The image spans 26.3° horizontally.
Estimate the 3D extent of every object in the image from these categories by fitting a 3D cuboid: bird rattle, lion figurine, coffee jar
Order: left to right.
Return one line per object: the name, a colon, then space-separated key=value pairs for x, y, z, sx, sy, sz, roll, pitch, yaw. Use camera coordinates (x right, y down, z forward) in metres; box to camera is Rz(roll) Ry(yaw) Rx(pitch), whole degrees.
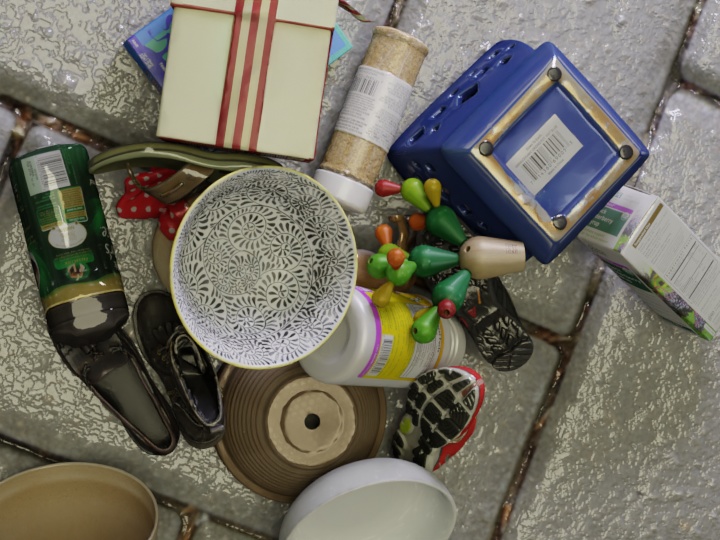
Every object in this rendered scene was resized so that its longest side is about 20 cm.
coffee jar: x=-0.298 y=-0.023 z=1.587 sx=0.085 sy=0.104 sz=0.201 roll=-14 pitch=83 yaw=-14
bird rattle: x=-0.163 y=-0.036 z=1.646 sx=0.199 sy=0.113 sz=0.164 roll=6 pitch=107 yaw=-11
lion figurine: x=0.000 y=0.000 z=1.695 sx=0.199 sy=0.072 sz=0.123 roll=-2 pitch=91 yaw=-15

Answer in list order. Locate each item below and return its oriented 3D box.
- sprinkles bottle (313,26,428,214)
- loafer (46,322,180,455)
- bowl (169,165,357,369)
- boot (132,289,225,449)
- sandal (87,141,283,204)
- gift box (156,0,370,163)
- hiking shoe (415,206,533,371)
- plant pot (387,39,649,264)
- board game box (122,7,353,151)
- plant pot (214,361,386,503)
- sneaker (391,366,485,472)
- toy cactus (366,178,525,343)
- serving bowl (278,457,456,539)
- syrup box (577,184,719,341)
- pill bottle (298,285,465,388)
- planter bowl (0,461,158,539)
sprinkles bottle: x=0.010 y=-0.165 z=1.695 sx=0.068 sy=0.068 sz=0.201 roll=23 pitch=87 yaw=-13
loafer: x=-0.257 y=0.114 z=1.642 sx=0.072 sy=0.063 sz=0.200 roll=-39 pitch=100 yaw=-10
bowl: x=-0.112 y=-0.006 z=1.551 sx=0.200 sy=0.094 sz=0.202 roll=-3 pitch=97 yaw=-26
boot: x=-0.180 y=0.088 z=1.588 sx=0.069 sy=0.174 sz=0.200 roll=-23 pitch=76 yaw=-12
sandal: x=-0.176 y=-0.094 z=1.558 sx=0.200 sy=0.080 sz=0.058 roll=7 pitch=85 yaw=-5
gift box: x=-0.099 y=-0.211 z=1.565 sx=0.199 sy=0.185 sz=0.187 roll=7 pitch=93 yaw=-9
hiking shoe: x=0.119 y=0.019 z=1.716 sx=0.076 sy=0.101 sz=0.200 roll=-29 pitch=97 yaw=2
plant pot: x=0.179 y=-0.126 z=1.682 sx=0.200 sy=0.180 sz=0.200 roll=-45 pitch=102 yaw=-9
board game box: x=-0.131 y=-0.243 z=1.670 sx=0.200 sy=0.045 sz=0.152 roll=-39 pitch=100 yaw=-10
plant pot: x=-0.061 y=0.159 z=1.678 sx=0.200 sy=0.093 sz=0.202 roll=-1 pitch=92 yaw=-15
sneaker: x=0.095 y=0.154 z=1.679 sx=0.085 sy=0.200 sz=0.077 roll=-26 pitch=70 yaw=-31
toy cactus: x=0.088 y=-0.020 z=1.605 sx=0.164 sy=0.200 sz=0.102 roll=-2 pitch=137 yaw=-4
serving bowl: x=0.001 y=0.268 z=1.676 sx=0.199 sy=0.066 sz=0.200 roll=-12 pitch=137 yaw=-12
syrup box: x=0.340 y=-0.010 z=1.740 sx=0.200 sy=0.079 sz=0.082 roll=38 pitch=83 yaw=-36
pill bottle: x=0.027 y=0.073 z=1.652 sx=0.200 sy=0.104 sz=0.105 roll=9 pitch=90 yaw=-51
planter bowl: x=-0.303 y=0.311 z=1.587 sx=0.199 sy=0.200 sz=0.135 roll=-8 pitch=121 yaw=-13
